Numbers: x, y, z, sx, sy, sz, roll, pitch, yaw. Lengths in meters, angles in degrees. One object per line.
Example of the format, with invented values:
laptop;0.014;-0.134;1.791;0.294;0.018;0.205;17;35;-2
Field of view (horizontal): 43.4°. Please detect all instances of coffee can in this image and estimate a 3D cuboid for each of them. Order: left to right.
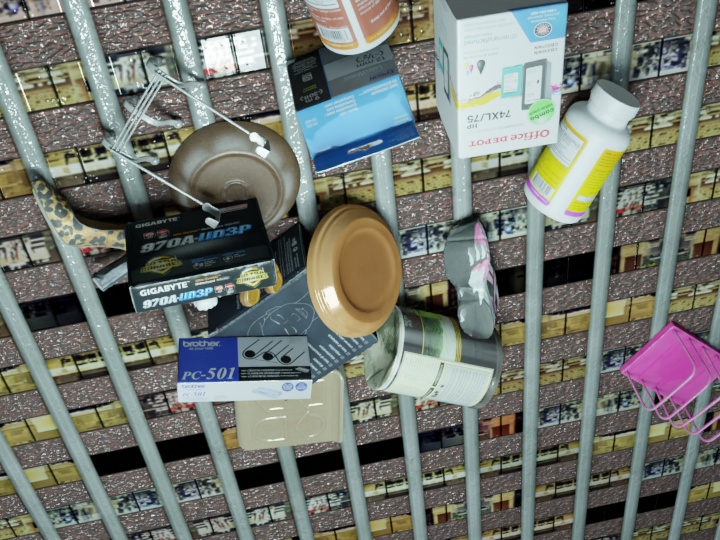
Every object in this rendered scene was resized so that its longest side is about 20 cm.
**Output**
coffee can;0.122;0.147;1.542;0.196;0.148;0.148;13;126;-21

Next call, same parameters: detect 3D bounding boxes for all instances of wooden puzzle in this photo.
wooden puzzle;-0.129;0.245;1.639;0.195;0.047;0.188;-2;129;-4

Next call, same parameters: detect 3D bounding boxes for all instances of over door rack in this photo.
over door rack;-0.237;-0.177;1.243;0.199;0.067;0.148;36;116;-9

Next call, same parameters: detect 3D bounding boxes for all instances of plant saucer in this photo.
plant saucer;-0.184;-0.122;1.331;0.196;0.037;0.203;-5;129;-7
plant saucer;0.000;0.000;1.376;0.037;0.203;0.200;-3;144;43

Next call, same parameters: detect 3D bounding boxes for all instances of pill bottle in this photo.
pill bottle;-0.028;-0.372;1.091;0.110;0.114;0.201;-21;140;6
pill bottle;0.333;-0.178;1.350;0.102;0.105;0.202;13;125;-21

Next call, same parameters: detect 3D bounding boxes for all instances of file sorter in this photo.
file sorter;0.627;0.221;1.724;0.198;0.127;0.139;27;120;-29

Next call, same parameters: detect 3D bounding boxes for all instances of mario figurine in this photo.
mario figurine;-0.211;0.012;1.351;0.123;0.197;0.108;29;80;-55

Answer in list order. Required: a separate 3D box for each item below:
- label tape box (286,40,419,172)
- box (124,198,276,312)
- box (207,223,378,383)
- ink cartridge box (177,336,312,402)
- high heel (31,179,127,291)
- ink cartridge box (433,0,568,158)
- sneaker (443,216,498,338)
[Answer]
label tape box;-0.014;-0.225;1.175;0.141;0.202;0.067;-19;129;4
box;-0.225;-0.023;1.263;0.196;0.160;0.047;-11;128;-9
box;-0.109;0.071;1.446;0.195;0.125;0.200;-34;127;15
ink cartridge box;-0.174;0.147;1.356;0.195;0.095;0.045;-1;130;-10
high heel;-0.372;-0.082;1.317;0.141;0.072;0.202;-34;123;-4
ink cartridge box;0.181;-0.281;1.206;0.144;0.147;0.203;-10;131;-3
sneaker;0.188;0.005;1.494;0.079;0.086;0.204;3;114;22
